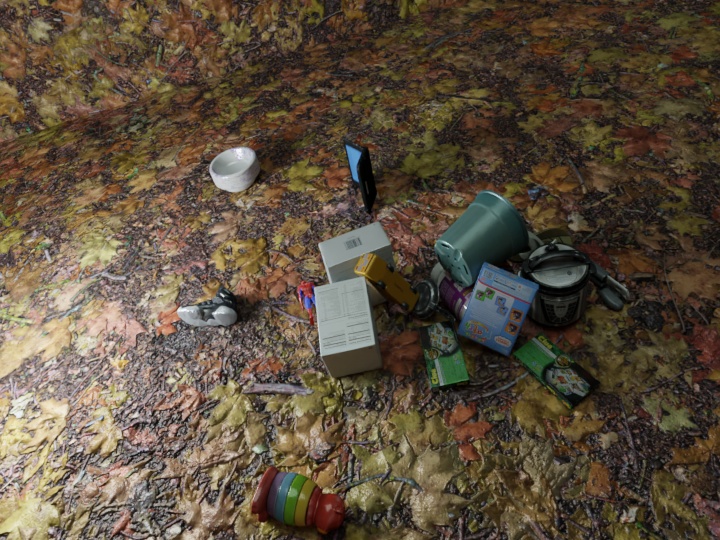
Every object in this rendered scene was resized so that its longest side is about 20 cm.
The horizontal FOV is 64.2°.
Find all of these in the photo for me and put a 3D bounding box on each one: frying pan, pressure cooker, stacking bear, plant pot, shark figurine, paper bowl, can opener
[{"bbox_3d":[0.191,0.105,1.620,0.030,0.116,0.193,18,35,-34],"label":"frying pan"},{"bbox_3d":[0.515,0.028,1.523,0.175,0.204,0.177,-38,48,-24],"label":"pressure cooker"},{"bbox_3d":[-0.128,0.523,1.283,0.193,0.123,0.116,12,56,13],"label":"stacking bear"},{"bbox_3d":[0.314,-0.076,1.543,0.194,0.203,0.199,-36,47,-15],"label":"plant pot"},{"bbox_3d":[0.486,-0.083,1.662,0.214,0.089,0.129,42,93,17],"label":"shark figurine"},{"bbox_3d":[-0.498,-0.395,2.300,0.193,0.106,0.205,-7,44,7],"label":"paper bowl"},{"bbox_3d":[0.663,0.026,1.591,0.065,0.054,0.201,-25,44,-10],"label":"can opener"}]

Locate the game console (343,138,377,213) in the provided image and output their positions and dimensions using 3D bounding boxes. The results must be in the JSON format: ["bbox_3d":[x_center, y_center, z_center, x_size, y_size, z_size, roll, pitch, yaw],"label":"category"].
[{"bbox_3d":[-0.014,-0.334,2.033,0.112,0.204,0.179,2,46,18],"label":"game console"}]

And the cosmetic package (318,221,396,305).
[{"bbox_3d":[0.000,0.000,1.693,0.193,0.204,0.124,-20,41,-5],"label":"cosmetic package"}]

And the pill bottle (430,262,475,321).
[{"bbox_3d":[0.283,0.059,1.621,0.110,0.114,0.201,-27,45,-13],"label":"pill bottle"}]

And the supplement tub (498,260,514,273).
[{"bbox_3d":[0.378,-0.001,1.660,0.104,0.109,0.203,-19,44,-5],"label":"supplement tub"}]

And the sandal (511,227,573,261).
[{"bbox_3d":[0.537,-0.079,1.728,0.193,0.083,0.054,-14,6,13],"label":"sandal"}]

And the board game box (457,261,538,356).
[{"bbox_3d":[0.350,0.101,1.475,0.147,0.206,0.037,23,24,12],"label":"board game box"}]

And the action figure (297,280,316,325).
[{"bbox_3d":[-0.154,0.093,1.757,0.063,0.053,0.202,-16,39,-9],"label":"action figure"}]

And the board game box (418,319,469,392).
[{"bbox_3d":[0.220,0.224,1.528,0.101,0.024,0.204,-10,43,4],"label":"board game box"}]

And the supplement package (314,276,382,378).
[{"bbox_3d":[-0.033,0.155,1.555,0.145,0.153,0.205,-12,58,4],"label":"supplement package"}]

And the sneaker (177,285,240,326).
[{"bbox_3d":[-0.472,0.111,1.812,0.192,0.077,0.116,1,45,8],"label":"sneaker"}]

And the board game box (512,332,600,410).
[{"bbox_3d":[0.488,0.248,1.440,0.103,0.024,0.200,-32,47,-13],"label":"board game box"}]

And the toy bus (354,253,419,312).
[{"bbox_3d":[0.077,0.036,1.601,0.077,0.199,0.066,7,62,54],"label":"toy bus"}]
